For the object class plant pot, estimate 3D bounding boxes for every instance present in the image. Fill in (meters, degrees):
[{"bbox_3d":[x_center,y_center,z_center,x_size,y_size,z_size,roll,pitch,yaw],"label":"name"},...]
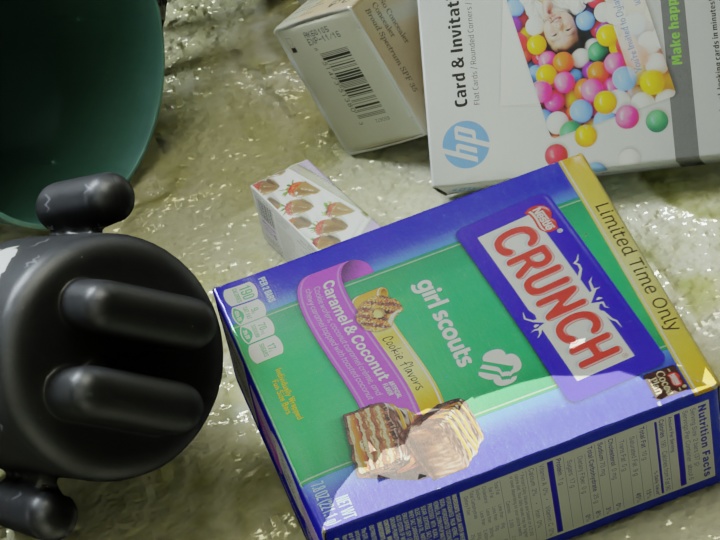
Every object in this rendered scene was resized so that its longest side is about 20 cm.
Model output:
[{"bbox_3d":[-0.243,-0.126,1.639,0.161,0.201,0.201,2,35,39],"label":"plant pot"}]

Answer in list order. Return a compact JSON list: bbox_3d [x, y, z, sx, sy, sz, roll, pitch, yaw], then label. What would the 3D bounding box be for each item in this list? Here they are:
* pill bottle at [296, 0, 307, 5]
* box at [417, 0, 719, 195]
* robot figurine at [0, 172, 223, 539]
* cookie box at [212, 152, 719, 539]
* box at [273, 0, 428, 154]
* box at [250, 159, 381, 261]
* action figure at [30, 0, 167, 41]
[{"bbox_3d":[0.042,-0.245,1.768,0.114,0.114,0.200,16,44,39],"label":"pill bottle"},{"bbox_3d":[0.134,-0.131,1.535,0.199,0.156,0.041,-6,-7,14],"label":"box"},{"bbox_3d":[-0.148,0.043,1.367,0.150,0.125,0.200,-44,19,-22],"label":"robot figurine"},{"bbox_3d":[0.052,0.053,1.319,0.200,0.075,0.171,-20,48,-8],"label":"cookie box"},{"bbox_3d":[0.052,-0.165,1.641,0.078,0.095,0.200,-11,28,51],"label":"box"},{"bbox_3d":[0.000,0.000,1.484,0.039,0.042,0.200,-25,33,-15],"label":"box"},{"bbox_3d":[-0.123,-0.235,1.772,0.105,0.194,0.200,33,16,22],"label":"action figure"}]
